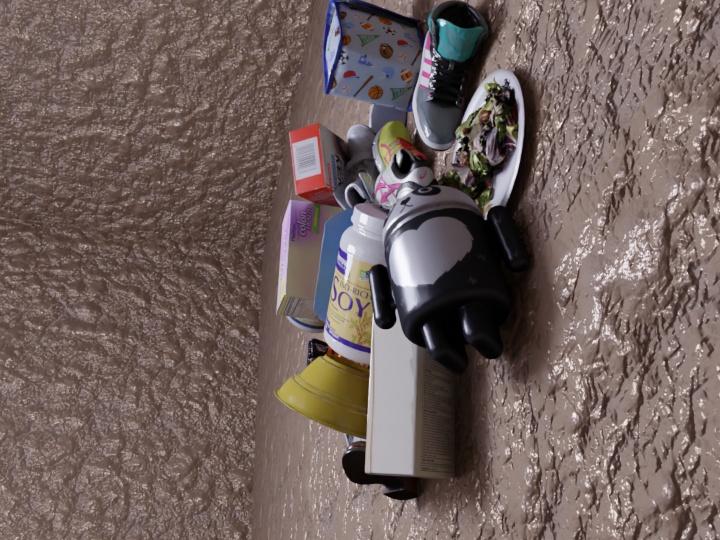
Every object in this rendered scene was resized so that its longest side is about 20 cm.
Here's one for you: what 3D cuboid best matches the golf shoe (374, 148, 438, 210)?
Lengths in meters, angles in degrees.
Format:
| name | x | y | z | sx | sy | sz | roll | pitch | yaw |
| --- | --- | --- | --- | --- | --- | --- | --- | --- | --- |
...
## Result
| name | x | y | z | sx | sy | sz | roll | pitch | yaw |
| --- | --- | --- | --- | --- | --- | --- | --- | --- | --- |
| golf shoe | 0.065 | -0.120 | 0.868 | 0.200 | 0.071 | 0.094 | -129 | 34 | -68 |

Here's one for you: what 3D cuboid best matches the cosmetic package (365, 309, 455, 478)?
| name | x | y | z | sx | sy | sz | roll | pitch | yaw |
| --- | --- | --- | --- | --- | --- | --- | --- | --- | --- |
| cosmetic package | 0.064 | 0.143 | 0.778 | 0.072 | 0.103 | 0.204 | -9 | 68 | 33 |

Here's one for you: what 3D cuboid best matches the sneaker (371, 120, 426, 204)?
| name | x | y | z | sx | sy | sz | roll | pitch | yaw |
| --- | --- | --- | --- | --- | --- | --- | --- | --- | --- |
| sneaker | 0.073 | -0.170 | 1.027 | 0.090 | 0.077 | 0.203 | -39 | 42 | 42 |

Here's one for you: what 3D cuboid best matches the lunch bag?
| name | x | y | z | sx | sy | sz | roll | pitch | yaw |
| --- | --- | --- | --- | --- | --- | --- | --- | --- | --- |
| lunch bag | 0.021 | -0.398 | 1.133 | 0.125 | 0.166 | 0.203 | 117 | 158 | -45 |

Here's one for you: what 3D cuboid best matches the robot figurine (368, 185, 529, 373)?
| name | x | y | z | sx | sy | sz | roll | pitch | yaw |
| --- | --- | --- | --- | --- | --- | --- | --- | --- | --- |
| robot figurine | 0.090 | 0.003 | 0.695 | 0.126 | 0.147 | 0.203 | 105 | 158 | -55 |

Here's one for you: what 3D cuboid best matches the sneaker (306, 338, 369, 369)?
| name | x | y | z | sx | sy | sz | roll | pitch | yaw |
| --- | --- | --- | --- | --- | --- | --- | --- | --- | --- |
| sneaker | -0.026 | 0.140 | 1.081 | 0.201 | 0.111 | 0.078 | -51 | 22 | 26 |

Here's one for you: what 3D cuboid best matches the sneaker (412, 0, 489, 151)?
| name | x | y | z | sx | sy | sz | roll | pitch | yaw |
| --- | --- | --- | --- | --- | --- | --- | --- | --- | --- |
| sneaker | 0.121 | -0.273 | 0.855 | 0.121 | 0.082 | 0.205 | 111 | 164 | -74 |

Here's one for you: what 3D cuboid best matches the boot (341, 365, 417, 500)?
| name | x | y | z | sx | sy | sz | roll | pitch | yaw |
| --- | --- | --- | --- | --- | --- | --- | --- | --- | --- |
| boot | 0.025 | 0.190 | 0.880 | 0.187 | 0.063 | 0.203 | 54 | -151 | -49 |

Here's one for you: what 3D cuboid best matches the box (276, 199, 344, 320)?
| name | x | y | z | sx | sy | sz | roll | pitch | yaw |
| --- | --- | --- | --- | --- | --- | --- | --- | --- | --- |
| box | -0.040 | -0.009 | 1.119 | 0.097 | 0.196 | 0.180 | 125 | 149 | -61 |

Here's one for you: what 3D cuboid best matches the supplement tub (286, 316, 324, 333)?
| name | x | y | z | sx | sy | sz | roll | pitch | yaw |
| --- | --- | --- | --- | --- | --- | --- | --- | --- | --- |
| supplement tub | -0.088 | 0.020 | 1.415 | 0.146 | 0.141 | 0.203 | -99 | 22 | -50 |

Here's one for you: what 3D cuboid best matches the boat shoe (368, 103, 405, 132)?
| name | x | y | z | sx | sy | sz | roll | pitch | yaw |
| --- | --- | --- | --- | --- | --- | --- | --- | --- | --- |
| boat shoe | 0.042 | -0.228 | 1.177 | 0.057 | 0.067 | 0.205 | 153 | 121 | -74 |

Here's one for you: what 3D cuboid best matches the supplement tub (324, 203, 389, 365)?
| name | x | y | z | sx | sy | sz | roll | pitch | yaw |
| --- | --- | --- | --- | --- | --- | --- | --- | --- | --- |
| supplement tub | 0.031 | 0.018 | 0.923 | 0.146 | 0.142 | 0.204 | -123 | 42 | -69 |

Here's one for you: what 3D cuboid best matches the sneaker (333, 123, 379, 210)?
| name | x | y | z | sx | sy | sz | roll | pitch | yaw |
| --- | --- | --- | --- | --- | --- | --- | --- | --- | --- |
| sneaker | 0.005 | -0.164 | 1.080 | 0.074 | 0.114 | 0.204 | -28 | 74 | 31 |

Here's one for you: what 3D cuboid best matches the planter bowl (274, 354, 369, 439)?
| name | x | y | z | sx | sy | sz | roll | pitch | yaw |
| --- | --- | --- | --- | --- | --- | --- | --- | --- | --- |
| planter bowl | -0.028 | 0.185 | 0.998 | 0.085 | 0.197 | 0.200 | -68 | 14 | -1 |

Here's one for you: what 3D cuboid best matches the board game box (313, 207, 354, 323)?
| name | x | y | z | sx | sy | sz | roll | pitch | yaw |
| --- | --- | --- | --- | --- | --- | --- | --- | --- | --- |
| board game box | 0.000 | 0.000 | 1.027 | 0.039 | 0.155 | 0.205 | -164 | 81 | -65 |

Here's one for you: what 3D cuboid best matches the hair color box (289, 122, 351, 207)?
| name | x | y | z | sx | sy | sz | roll | pitch | yaw |
| --- | --- | --- | --- | --- | --- | --- | --- | --- | --- |
| hair color box | -0.048 | -0.172 | 1.139 | 0.199 | 0.063 | 0.114 | 15 | -114 | -67 |

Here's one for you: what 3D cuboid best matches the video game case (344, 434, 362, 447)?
| name | x | y | z | sx | sy | sz | roll | pitch | yaw |
| --- | --- | --- | --- | --- | --- | --- | --- | --- | --- |
| video game case | 0.007 | 0.244 | 1.166 | 0.182 | 0.023 | 0.204 | -120 | 38 | -67 |

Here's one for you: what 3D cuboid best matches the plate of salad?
| name | x | y | z | sx | sy | sz | roll | pitch | yaw |
| --- | --- | --- | --- | --- | --- | --- | --- | --- | --- |
| plate of salad | 0.139 | -0.139 | 0.770 | 0.200 | 0.047 | 0.205 | -172 | 90 | -77 |
